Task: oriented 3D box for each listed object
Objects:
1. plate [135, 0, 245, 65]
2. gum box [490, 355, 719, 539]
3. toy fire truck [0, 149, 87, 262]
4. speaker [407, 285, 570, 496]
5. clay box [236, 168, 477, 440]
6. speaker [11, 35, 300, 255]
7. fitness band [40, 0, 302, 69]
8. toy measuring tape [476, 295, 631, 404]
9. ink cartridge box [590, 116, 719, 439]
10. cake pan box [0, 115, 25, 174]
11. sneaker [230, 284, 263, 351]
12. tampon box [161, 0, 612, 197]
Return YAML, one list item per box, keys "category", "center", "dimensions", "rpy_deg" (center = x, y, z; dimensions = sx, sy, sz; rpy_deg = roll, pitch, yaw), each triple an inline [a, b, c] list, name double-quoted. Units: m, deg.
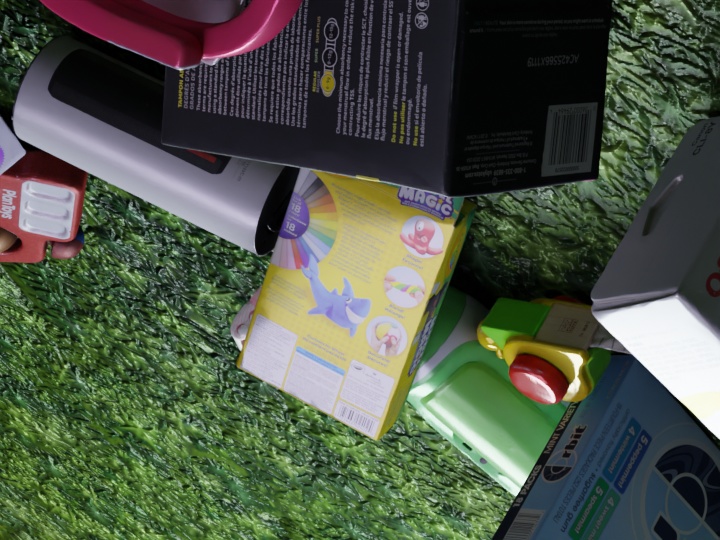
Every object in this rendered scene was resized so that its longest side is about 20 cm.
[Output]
- category: "plate"
  center: [-0.101, -0.243, 1.372]
  dimensions: [0.199, 0.032, 0.201]
  rpy_deg: [40, 122, 24]
- category: "gum box"
  center: [0.193, 0.186, 1.786]
  dimensions: [0.044, 0.170, 0.200]
  rpy_deg: [-2, 138, 51]
- category: "toy fire truck"
  center: [-0.296, -0.051, 2.033]
  dimensions: [0.167, 0.113, 0.200]
  rpy_deg: [14, 156, -3]
- category: "speaker"
  center: [0.107, 0.098, 1.832]
  dimensions: [0.200, 0.089, 0.088]
  rpy_deg: [41, 154, -16]
- category: "clay box"
  center: [0.000, 0.000, 1.740]
  dimensions: [0.114, 0.048, 0.201]
  rpy_deg: [27, 118, 13]
- category: "speaker"
  center: [-0.134, -0.085, 1.790]
  dimensions: [0.199, 0.081, 0.081]
  rpy_deg: [26, 155, 16]
- category: "fitness band"
  center: [-0.107, -0.188, 1.350]
  dimensions: [0.199, 0.037, 0.144]
  rpy_deg: [26, 112, 29]
- category: "toy measuring tape"
  center: [0.159, 0.059, 1.718]
  dimensions: [0.199, 0.074, 0.074]
  rpy_deg: [10, 147, 42]
- category: "ink cartridge box"
  center: [0.244, 0.026, 1.461]
  dimensions: [0.200, 0.146, 0.083]
  rpy_deg: [42, 153, -19]
- category: "cake pan box"
  center: [-0.325, -0.167, 1.819]
  dimensions: [0.184, 0.052, 0.200]
  rpy_deg: [49, 173, 48]
- category: "sneaker"
  center: [-0.028, 0.021, 1.829]
  dimensions: [0.075, 0.105, 0.200]
  rpy_deg: [39, 154, -8]
- category: "tampon box"
  center: [0.014, -0.120, 1.420]
  dimensions: [0.199, 0.127, 0.149]
  rpy_deg: [12, -167, 38]
